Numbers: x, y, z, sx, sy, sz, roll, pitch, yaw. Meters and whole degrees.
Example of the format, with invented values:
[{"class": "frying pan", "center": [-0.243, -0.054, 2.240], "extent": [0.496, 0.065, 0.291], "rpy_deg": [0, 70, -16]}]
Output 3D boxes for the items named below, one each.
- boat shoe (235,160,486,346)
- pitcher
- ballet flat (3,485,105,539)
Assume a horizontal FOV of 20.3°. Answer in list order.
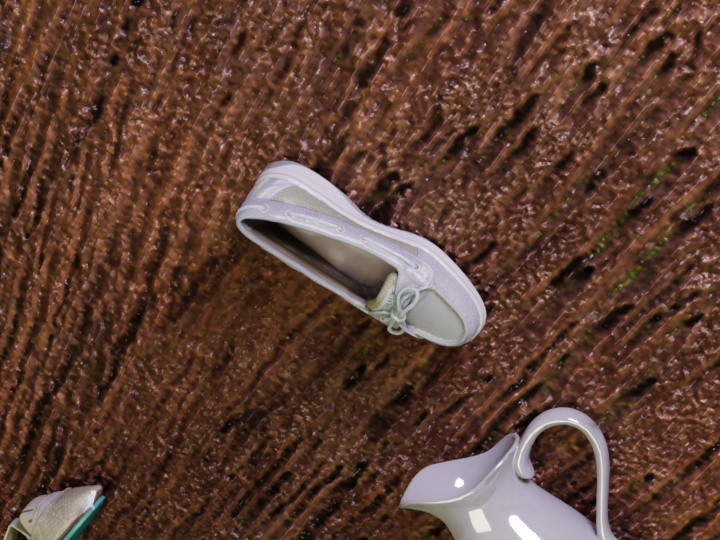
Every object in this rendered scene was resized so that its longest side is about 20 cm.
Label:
[{"class": "boat shoe", "center": [0.000, -0.001, 1.482], "extent": [0.202, 0.065, 0.074], "rpy_deg": [36, 135, -6]}, {"class": "pitcher", "center": [0.153, 0.216, 1.570], "extent": [0.171, 0.121, 0.200], "rpy_deg": [-32, 98, 26]}, {"class": "ballet flat", "center": [-0.295, 0.245, 1.846], "extent": [0.062, 0.067, 0.200], "rpy_deg": [39, 135, 4]}]
